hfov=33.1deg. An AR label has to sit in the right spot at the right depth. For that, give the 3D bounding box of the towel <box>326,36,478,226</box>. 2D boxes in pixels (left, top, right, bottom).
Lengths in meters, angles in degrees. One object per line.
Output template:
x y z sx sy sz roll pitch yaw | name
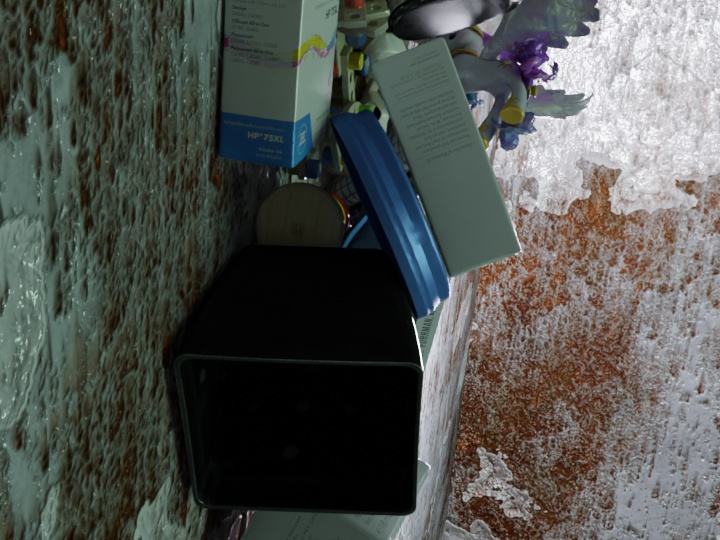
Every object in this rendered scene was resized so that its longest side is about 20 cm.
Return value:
0.052 -0.159 1.406 0.166 0.086 0.200 -31 -147 49 | towel

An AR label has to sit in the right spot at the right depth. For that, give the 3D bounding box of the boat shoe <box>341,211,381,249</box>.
0.000 0.000 1.240 0.200 0.069 0.084 -52 -174 -35 | boat shoe

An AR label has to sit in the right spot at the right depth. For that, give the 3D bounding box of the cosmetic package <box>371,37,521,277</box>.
0.079 -0.101 1.097 0.101 0.071 0.200 -41 111 -84 | cosmetic package

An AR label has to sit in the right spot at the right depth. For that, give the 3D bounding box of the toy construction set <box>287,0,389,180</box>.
-0.027 -0.195 1.166 0.131 0.092 0.200 -68 175 -46 | toy construction set

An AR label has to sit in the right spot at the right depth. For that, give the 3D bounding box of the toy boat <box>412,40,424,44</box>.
0.089 -0.364 1.412 0.131 0.130 0.200 -42 150 -32 | toy boat

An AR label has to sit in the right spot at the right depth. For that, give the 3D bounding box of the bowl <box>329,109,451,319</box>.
0.029 -0.054 1.102 0.201 0.039 0.201 156 -90 -89 | bowl

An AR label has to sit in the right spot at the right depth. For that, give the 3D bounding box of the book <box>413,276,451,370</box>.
0.057 0.059 1.336 0.134 0.048 0.200 -103 -156 -63 | book

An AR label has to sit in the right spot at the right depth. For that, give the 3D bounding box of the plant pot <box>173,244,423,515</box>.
-0.046 0.084 1.080 0.178 0.199 0.200 -87 178 -47 | plant pot

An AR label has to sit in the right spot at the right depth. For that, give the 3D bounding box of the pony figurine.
0.150 -0.210 1.290 0.200 0.193 0.167 -69 162 -46 | pony figurine

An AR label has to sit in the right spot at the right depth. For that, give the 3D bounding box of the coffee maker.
0.087 -0.343 1.146 0.135 0.192 0.200 1 67 -62 | coffee maker

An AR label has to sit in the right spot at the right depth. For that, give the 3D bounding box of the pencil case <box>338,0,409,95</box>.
0.021 -0.286 1.314 0.091 0.083 0.200 -63 160 -70 | pencil case

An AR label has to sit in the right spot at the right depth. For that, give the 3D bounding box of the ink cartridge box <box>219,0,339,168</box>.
-0.064 -0.198 1.001 0.116 0.067 0.200 -56 154 -65 | ink cartridge box

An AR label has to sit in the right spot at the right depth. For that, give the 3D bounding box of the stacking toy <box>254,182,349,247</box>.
-0.047 -0.047 1.225 0.200 0.085 0.086 -33 133 -82 | stacking toy

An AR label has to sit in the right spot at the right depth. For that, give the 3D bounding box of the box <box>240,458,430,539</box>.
-0.045 0.281 1.241 0.200 0.131 0.199 -63 173 20 | box

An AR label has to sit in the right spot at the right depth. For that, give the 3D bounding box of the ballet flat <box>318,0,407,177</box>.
0.015 -0.188 1.261 0.068 0.067 0.200 3 113 -35 | ballet flat
